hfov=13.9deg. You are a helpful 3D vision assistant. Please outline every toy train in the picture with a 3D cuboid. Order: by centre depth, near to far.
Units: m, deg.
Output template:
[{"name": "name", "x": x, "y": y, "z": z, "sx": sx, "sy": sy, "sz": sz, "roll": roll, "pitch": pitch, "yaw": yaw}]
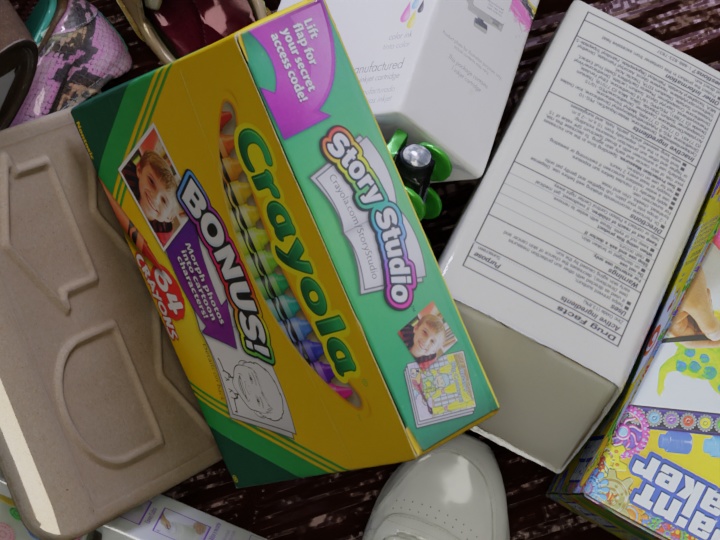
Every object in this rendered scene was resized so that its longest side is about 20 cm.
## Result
[{"name": "toy train", "x": 0.000, "y": 0.000, "z": 1.404, "sx": 0.056, "sy": 0.201, "sz": 0.042, "roll": 26, "pitch": 54, "yaw": 10}]

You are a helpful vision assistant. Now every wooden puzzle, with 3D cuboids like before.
[{"name": "wooden puzzle", "x": -0.129, "y": 0.018, "z": 1.412, "sx": 0.046, "sy": 0.200, "sz": 0.186, "roll": -21, "pitch": 93, "yaw": 37}]

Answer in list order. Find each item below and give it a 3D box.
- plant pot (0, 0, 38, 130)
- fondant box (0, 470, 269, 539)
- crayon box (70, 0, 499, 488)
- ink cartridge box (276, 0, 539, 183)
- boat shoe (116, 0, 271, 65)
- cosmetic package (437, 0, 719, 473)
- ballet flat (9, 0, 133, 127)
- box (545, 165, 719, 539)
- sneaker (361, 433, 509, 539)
[{"name": "plant pot", "x": -0.257, "y": -0.126, "z": 1.394, "sx": 0.200, "sy": 0.187, "sz": 0.187, "roll": 36, "pitch": 86, "yaw": 9}, {"name": "fondant box", "x": -0.125, "y": 0.176, "z": 1.420, "sx": 0.199, "sy": 0.058, "sz": 0.145, "roll": 22, "pitch": 112, "yaw": 0}, {"name": "crayon box", "x": -0.038, "y": -0.007, "z": 1.350, "sx": 0.058, "sy": 0.172, "sz": 0.201, "roll": -27, "pitch": 95, "yaw": -29}, {"name": "ink cartridge box", "x": 0.027, "y": -0.143, "z": 1.422, "sx": 0.067, "sy": 0.116, "sz": 0.201, "roll": 35, "pitch": 64, "yaw": -37}, {"name": "boat shoe", "x": -0.088, "y": -0.147, "z": 1.469, "sx": 0.074, "sy": 0.066, "sz": 0.200, "roll": -36, "pitch": 86, "yaw": -3}, {"name": "cosmetic package", "x": 0.099, "y": -0.018, "z": 1.407, "sx": 0.103, "sy": 0.087, "sz": 0.201, "roll": 29, "pitch": 53, "yaw": 1}, {"name": "ballet flat", "x": -0.182, "y": -0.043, "z": 1.466, "sx": 0.071, "sy": 0.069, "sz": 0.200, "roll": 38, "pitch": 85, "yaw": -17}, {"name": "box", "x": 0.188, "y": 0.049, "z": 1.391, "sx": 0.121, "sy": 0.200, "sz": 0.193, "roll": 28, "pitch": 86, "yaw": 1}, {"name": "sneaker", "x": 0.023, "y": 0.174, "z": 1.429, "sx": 0.074, "sy": 0.100, "sz": 0.201, "roll": 21, "pitch": 84, "yaw": 1}]
